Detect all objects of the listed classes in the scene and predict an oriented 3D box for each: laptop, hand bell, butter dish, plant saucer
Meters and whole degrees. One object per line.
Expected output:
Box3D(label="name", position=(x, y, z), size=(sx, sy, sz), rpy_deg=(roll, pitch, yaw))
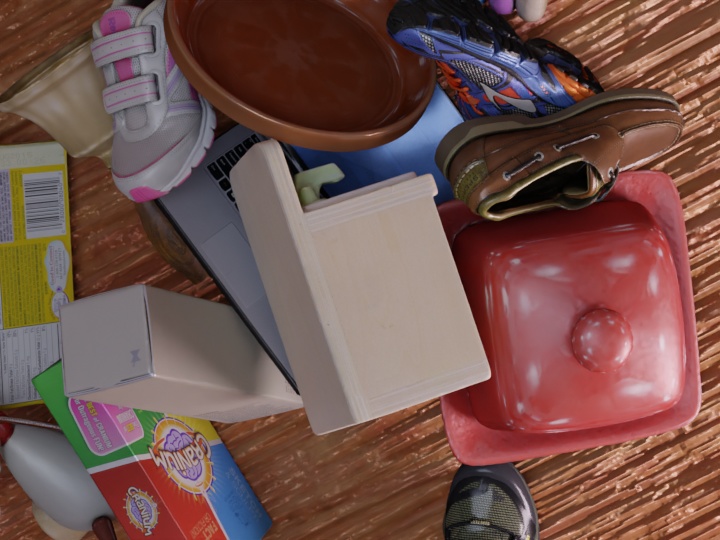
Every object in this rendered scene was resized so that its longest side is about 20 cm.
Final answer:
Box3D(label="laptop", position=(-0.014, -0.050, 1.531), size=(0.188, 0.200, 0.116), rpy_deg=(53, 135, -2))
Box3D(label="hand bell", position=(-0.175, -0.073, 1.573), size=(0.104, 0.104, 0.200), rpy_deg=(-31, 105, 11))
Box3D(label="butter dish", position=(0.156, 0.040, 1.487), size=(0.199, 0.148, 0.201), rpy_deg=(-9, 97, -7))
Box3D(label="plant saucer", position=(-0.044, -0.156, 1.485), size=(0.200, 0.201, 0.032), rpy_deg=(28, 132, 3))

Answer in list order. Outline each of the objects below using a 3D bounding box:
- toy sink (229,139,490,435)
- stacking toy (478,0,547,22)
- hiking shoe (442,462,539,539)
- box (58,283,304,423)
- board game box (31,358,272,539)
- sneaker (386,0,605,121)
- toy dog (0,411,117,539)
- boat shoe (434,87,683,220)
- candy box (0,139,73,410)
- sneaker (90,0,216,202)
Box3D(label="toy sink", position=(0.000, 0.000, 1.456), size=(0.111, 0.130, 0.201), rpy_deg=(-18, 86, -16))
Box3D(label="stacking toy", position=(0.040, -0.236, 1.505), size=(0.199, 0.085, 0.086), rpy_deg=(11, 100, 6))
Box3D(label="hiking shoe", position=(0.093, 0.239, 1.564), size=(0.075, 0.101, 0.201), rpy_deg=(2, 99, 7))
Box3D(label="box", position=(-0.124, 0.063, 1.509), size=(0.082, 0.200, 0.069), rpy_deg=(-14, 74, 27))
Box3D(label="board game box", position=(-0.151, 0.137, 1.557), size=(0.040, 0.153, 0.201), rpy_deg=(-30, 94, 17))
Box3D(label="sneaker", position=(0.091, -0.133, 1.478), size=(0.199, 0.075, 0.079), rpy_deg=(24, 113, -37))
Box3D(label="toy dog", position=(-0.242, 0.155, 1.567), size=(0.199, 0.096, 0.132), rpy_deg=(11, 121, -29))
Box3D(label="boat shoe", position=(0.151, -0.074, 1.481), size=(0.199, 0.072, 0.068), rpy_deg=(-14, 54, -24))
Box3D(label="candy box", position=(-0.268, 0.005, 1.591), size=(0.102, 0.026, 0.201), rpy_deg=(-6, 100, -29))
Box3D(label="sneaker", position=(-0.156, -0.143, 1.500), size=(0.081, 0.088, 0.201), rpy_deg=(-18, 56, 30))
